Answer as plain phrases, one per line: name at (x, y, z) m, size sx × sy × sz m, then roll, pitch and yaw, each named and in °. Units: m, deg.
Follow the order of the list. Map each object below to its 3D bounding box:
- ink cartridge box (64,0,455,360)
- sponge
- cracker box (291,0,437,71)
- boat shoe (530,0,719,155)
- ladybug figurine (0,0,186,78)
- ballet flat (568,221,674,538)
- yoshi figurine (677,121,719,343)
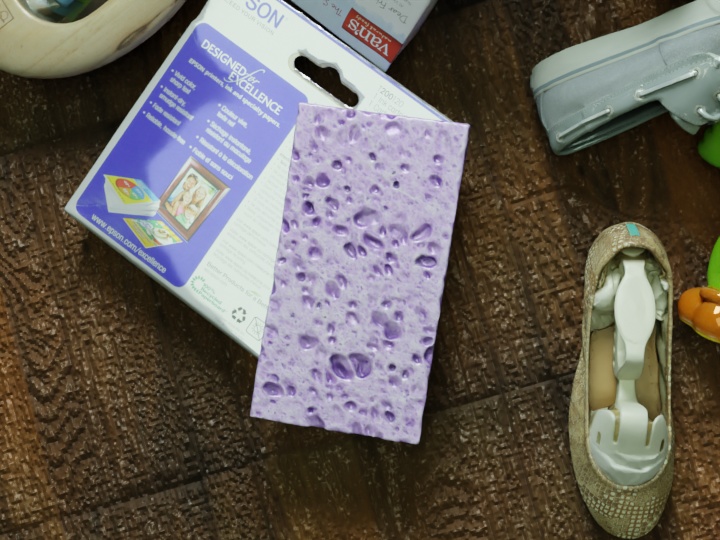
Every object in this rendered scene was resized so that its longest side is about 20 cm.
ink cartridge box at (-0.061, -0.062, 0.819) m, size 0.197 × 0.043 × 0.201 m, roll 36°, pitch 94°, yaw 5°
sponge at (0.000, 0.000, 0.778) m, size 0.110 × 0.030 × 0.204 m, roll 9°, pitch 92°, yaw 4°
cracker box at (0.014, -0.237, 0.743) m, size 0.133 × 0.058 × 0.200 m, roll 37°, pitch 137°, yaw -1°
boat shoe at (0.198, -0.118, 0.751) m, size 0.199 × 0.070 × 0.073 m, roll -15°, pitch 84°, yaw 37°
ladybug figurine at (-0.179, -0.205, 0.823) m, size 0.199 × 0.072 × 0.137 m, roll -34°, pitch 85°, yaw 4°
ballet flat at (0.166, 0.070, 0.777) m, size 0.069 × 0.065 × 0.204 m, roll -3°, pitch 88°, yaw 6°
yoshi figurine at (0.267, -0.054, 0.770) m, size 0.111 × 0.111 × 0.203 m, roll 27°, pitch 108°, yaw 44°
